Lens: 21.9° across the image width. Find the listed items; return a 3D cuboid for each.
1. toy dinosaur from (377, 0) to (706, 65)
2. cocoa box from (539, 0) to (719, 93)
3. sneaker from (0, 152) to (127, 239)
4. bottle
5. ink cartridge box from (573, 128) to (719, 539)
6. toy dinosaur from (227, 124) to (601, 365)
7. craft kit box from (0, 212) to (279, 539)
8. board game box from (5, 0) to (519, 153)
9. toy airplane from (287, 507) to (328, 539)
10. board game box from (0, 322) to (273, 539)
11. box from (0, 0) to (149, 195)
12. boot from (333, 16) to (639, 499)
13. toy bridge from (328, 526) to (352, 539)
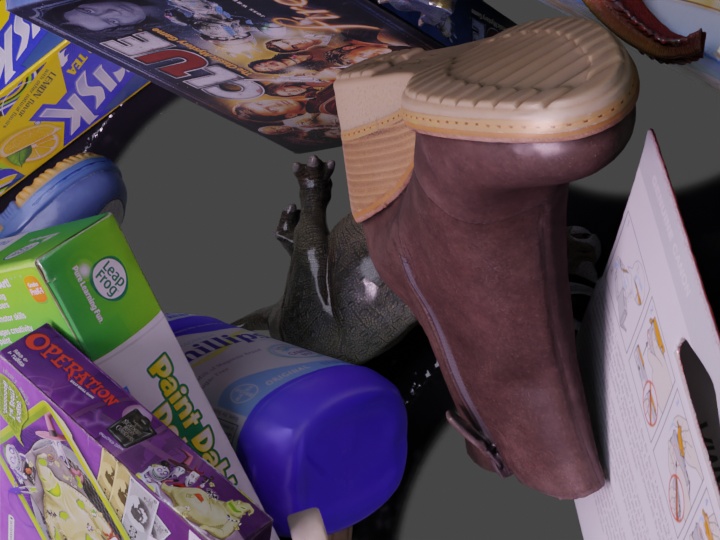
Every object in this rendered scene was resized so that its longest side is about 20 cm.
[{"bbox_3d":[0.054,-0.181,0.679,0.199,0.105,0.182,21,82,5],"label":"toy dinosaur"},{"bbox_3d":[0.126,-0.152,0.727,0.200,0.133,0.131,35,98,37],"label":"cocoa box"},{"bbox_3d":[-0.155,0.042,0.913,0.088,0.075,0.200,36,104,26],"label":"sneaker"},{"bbox_3d":[-0.074,0.056,0.803,0.200,0.083,0.066,16,114,42],"label":"bottle"},{"bbox_3d":[0.118,0.080,0.628,0.043,0.174,0.200,-2,53,-11],"label":"ink cartridge box"},{"bbox_3d":[0.000,0.000,0.806,0.200,0.077,0.103,-23,57,24],"label":"toy dinosaur"},{"bbox_3d":[-0.123,0.083,0.771,0.200,0.048,0.198,-9,114,51],"label":"craft kit box"},{"bbox_3d":[-0.030,-0.102,0.779,0.135,0.200,0.035,-7,72,34],"label":"board game box"},{"bbox_3d":[0.012,0.211,0.653,0.200,0.141,0.200,51,148,40],"label":"toy airplane"},{"bbox_3d":[-0.092,0.125,0.712,0.120,0.032,0.200,34,140,21],"label":"board game box"},{"bbox_3d":[-0.164,-0.109,0.957,0.200,0.070,0.064,-34,61,22],"label":"box"},{"bbox_3d":[0.061,0.001,0.652,0.167,0.072,0.200,68,163,-12],"label":"boot"},{"bbox_3d":[-0.042,0.145,0.819,0.067,0.027,0.200,31,94,37],"label":"toy bridge"}]
